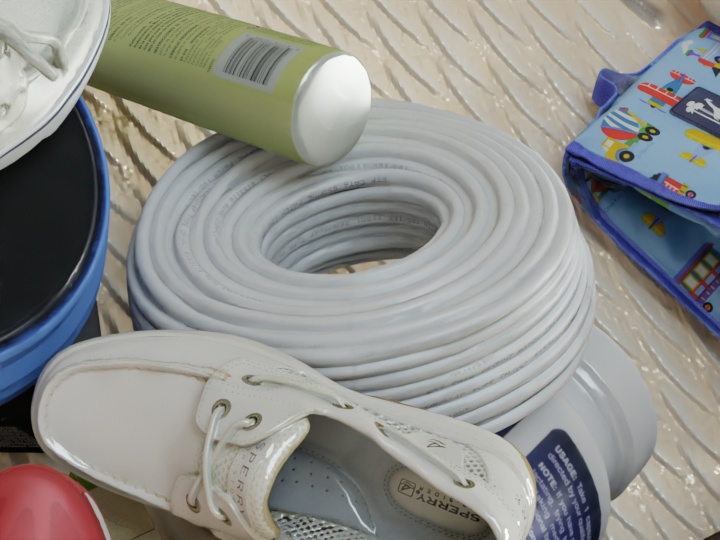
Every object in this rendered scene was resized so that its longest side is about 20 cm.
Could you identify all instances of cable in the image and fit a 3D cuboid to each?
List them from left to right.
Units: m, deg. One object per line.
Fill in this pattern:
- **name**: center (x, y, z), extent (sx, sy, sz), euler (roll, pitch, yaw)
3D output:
- **cable**: center (0.000, 0.000, 0.994), extent (0.198, 0.070, 0.200), euler (1, 34, 14)

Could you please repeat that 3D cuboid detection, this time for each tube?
- **tube**: center (-0.082, -0.095, 1.050), extent (0.058, 0.199, 0.052), euler (25, 87, -52)

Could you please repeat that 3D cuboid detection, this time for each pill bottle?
- **pill bottle**: center (0.036, 0.105, 0.998), extent (0.116, 0.116, 0.200), euler (47, 52, 5)

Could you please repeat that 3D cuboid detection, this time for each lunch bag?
- **lunch bag**: center (0.203, -0.042, 1.206), extent (0.199, 0.094, 0.151), euler (35, 48, 13)

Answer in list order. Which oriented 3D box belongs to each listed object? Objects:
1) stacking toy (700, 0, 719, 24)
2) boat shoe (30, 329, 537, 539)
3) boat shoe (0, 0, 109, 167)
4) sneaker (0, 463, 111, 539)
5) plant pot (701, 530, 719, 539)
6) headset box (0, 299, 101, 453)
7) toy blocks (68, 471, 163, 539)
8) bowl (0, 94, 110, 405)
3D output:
- **stacking toy**: center (0.289, -0.151, 1.284), extent (0.200, 0.146, 0.147), euler (34, 47, -36)
- **boat shoe**: center (-0.033, 0.070, 0.876), extent (0.198, 0.071, 0.069), euler (11, 10, 7)
- **boat shoe**: center (-0.157, -0.077, 0.871), extent (0.075, 0.086, 0.202), euler (44, 53, 4)
- **sneaker**: center (-0.123, 0.155, 0.806), extent (0.078, 0.116, 0.202), euler (3, 71, -2)
- **plant pot**: center (0.174, 0.184, 0.999), extent (0.187, 0.187, 0.200), euler (44, 37, 3)
- **headset box**: center (-0.196, -0.029, 0.985), extent (0.148, 0.077, 0.201), euler (4, 61, -25)
- **toy blocks**: center (-0.118, 0.178, 0.900), extent (0.136, 0.100, 0.201), euler (-23, 73, -24)
- **bowl**: center (-0.191, -0.035, 0.919), extent (0.199, 0.039, 0.202), euler (12, 58, -20)
